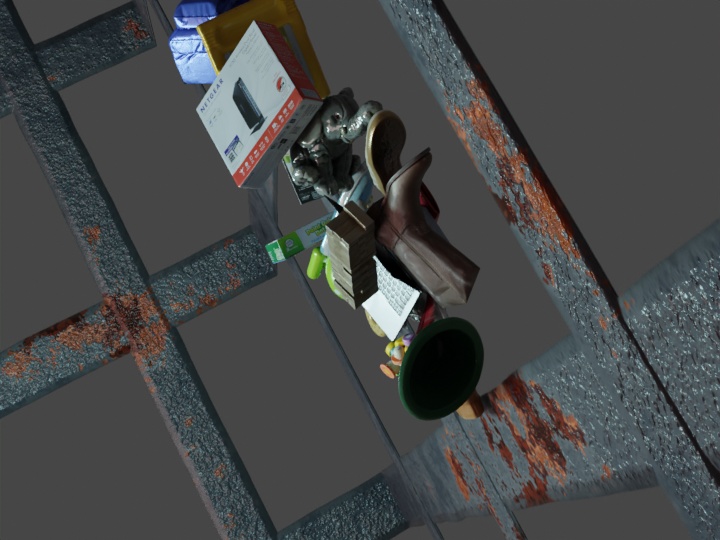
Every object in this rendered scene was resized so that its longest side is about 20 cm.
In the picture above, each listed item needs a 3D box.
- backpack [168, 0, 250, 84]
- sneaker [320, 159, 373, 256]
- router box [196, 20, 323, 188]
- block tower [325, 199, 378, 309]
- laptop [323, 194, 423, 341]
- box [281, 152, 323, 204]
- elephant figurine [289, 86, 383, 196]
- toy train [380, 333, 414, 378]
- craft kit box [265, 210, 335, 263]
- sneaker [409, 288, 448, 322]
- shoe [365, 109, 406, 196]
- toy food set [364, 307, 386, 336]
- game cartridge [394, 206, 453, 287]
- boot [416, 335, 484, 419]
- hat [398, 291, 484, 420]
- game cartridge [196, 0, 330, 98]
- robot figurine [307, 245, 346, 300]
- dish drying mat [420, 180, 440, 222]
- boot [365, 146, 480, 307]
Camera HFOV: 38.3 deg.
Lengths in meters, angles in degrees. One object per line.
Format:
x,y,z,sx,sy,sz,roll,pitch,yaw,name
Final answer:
-0.236,-0.451,1.873,0.160,0.201,0.169,8,135,20,backpack
0.019,-0.088,1.819,0.129,0.080,0.202,28,124,7,sneaker
-0.168,-0.266,1.678,0.200,0.048,0.181,-49,59,32,router box
-0.011,-0.020,1.581,0.054,0.058,0.201,42,158,25,block tower
0.000,0.000,1.711,0.188,0.115,0.201,50,134,25,laptop
-0.114,-0.244,1.996,0.117,0.059,0.202,-66,-43,-62,box
-0.042,-0.235,1.679,0.142,0.153,0.202,-66,-5,-51,elephant figurine
0.093,0.187,1.802,0.151,0.055,0.200,59,165,-1,toy train
-0.079,-0.078,1.990,0.049,0.195,0.200,66,168,-3,craft kit box
0.088,0.063,1.820,0.200,0.081,0.075,46,161,39,sneaker
0.031,-0.181,1.568,0.053,0.070,0.201,48,166,25,shoe
0.024,0.040,2.164,0.200,0.048,0.200,63,169,5,toy food set
0.090,-0.039,1.645,0.134,0.040,0.200,59,166,-2,game cartridge
0.151,0.188,1.872,0.156,0.073,0.200,55,-179,-10,boot
0.092,0.131,1.699,0.175,0.198,0.168,23,125,51,hat
-0.164,-0.361,1.781,0.202,0.175,0.032,67,168,-22,game cartridge
-0.009,-0.010,1.964,0.200,0.173,0.117,-99,26,-75,robot figurine
0.091,-0.087,1.644,0.077,0.018,0.200,57,166,13,dish drying mat
0.113,-0.055,1.499,0.200,0.064,0.187,46,137,7,boot
